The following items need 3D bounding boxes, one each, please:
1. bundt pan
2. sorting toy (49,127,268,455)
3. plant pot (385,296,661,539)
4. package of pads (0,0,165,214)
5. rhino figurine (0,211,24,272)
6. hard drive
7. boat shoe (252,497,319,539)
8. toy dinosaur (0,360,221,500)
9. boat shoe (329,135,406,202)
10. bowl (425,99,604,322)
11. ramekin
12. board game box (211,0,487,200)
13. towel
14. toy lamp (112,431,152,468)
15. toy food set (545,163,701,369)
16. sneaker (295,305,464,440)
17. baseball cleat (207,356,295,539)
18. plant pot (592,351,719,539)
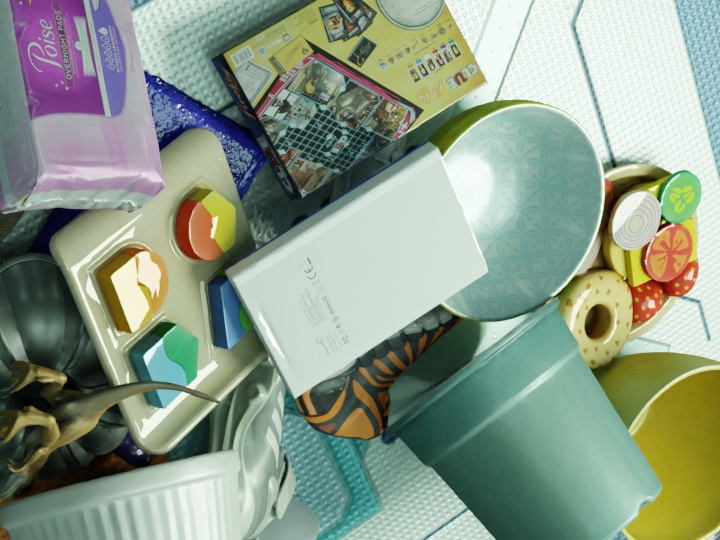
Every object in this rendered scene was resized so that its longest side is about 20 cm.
[{"bbox_3d":[-0.256,0.090,1.243,0.200,0.076,0.203,-12,129,-15],"label":"bundt pan"},{"bbox_3d":[-0.140,0.016,1.232,0.185,0.036,0.201,-44,124,-38],"label":"sorting toy"},{"bbox_3d":[0.158,0.163,1.419,0.200,0.200,0.197,-35,84,-13],"label":"plant pot"},{"bbox_3d":[-0.221,-0.141,1.135,0.120,0.075,0.202,-2,76,-45],"label":"package of pads"},{"bbox_3d":[-0.291,-0.072,1.198,0.087,0.060,0.202,3,111,-40],"label":"rhino figurine"},{"bbox_3d":[0.000,0.000,1.289,0.199,0.025,0.133,-33,123,-11],"label":"hard drive"},{"bbox_3d":[-0.131,0.262,1.429,0.198,0.074,0.066,-10,144,-30],"label":"boat shoe"},{"bbox_3d":[-0.217,0.106,1.187,0.199,0.061,0.106,-31,143,25],"label":"toy dinosaur"},{"bbox_3d":[0.009,-0.078,1.362,0.071,0.068,0.202,9,104,-32],"label":"boat shoe"},{"bbox_3d":[0.109,-0.066,1.401,0.198,0.108,0.202,-12,115,-26],"label":"bowl"},{"bbox_3d":[-0.189,0.215,1.277,0.201,0.202,0.095,-10,83,-26],"label":"ramekin"},{"bbox_3d":[-0.007,-0.166,1.302,0.199,0.035,0.136,-32,99,-19],"label":"board game box"},{"bbox_3d":[-0.172,-0.048,1.283,0.147,0.049,0.201,27,95,-36],"label":"towel"},{"bbox_3d":[-0.148,0.075,1.344,0.058,0.058,0.201,35,93,-35],"label":"toy lamp"},{"bbox_3d":[0.260,-0.012,1.546,0.199,0.049,0.200,-23,119,-20],"label":"toy food set"},{"bbox_3d":[0.024,0.081,1.442,0.199,0.078,0.113,-26,131,-18],"label":"sneaker"},{"bbox_3d":[-0.095,0.143,1.398,0.106,0.069,0.202,17,88,-59],"label":"baseball cleat"},{"bbox_3d":[0.294,0.162,1.579,0.198,0.142,0.202,-11,115,-25],"label":"plant pot"}]
